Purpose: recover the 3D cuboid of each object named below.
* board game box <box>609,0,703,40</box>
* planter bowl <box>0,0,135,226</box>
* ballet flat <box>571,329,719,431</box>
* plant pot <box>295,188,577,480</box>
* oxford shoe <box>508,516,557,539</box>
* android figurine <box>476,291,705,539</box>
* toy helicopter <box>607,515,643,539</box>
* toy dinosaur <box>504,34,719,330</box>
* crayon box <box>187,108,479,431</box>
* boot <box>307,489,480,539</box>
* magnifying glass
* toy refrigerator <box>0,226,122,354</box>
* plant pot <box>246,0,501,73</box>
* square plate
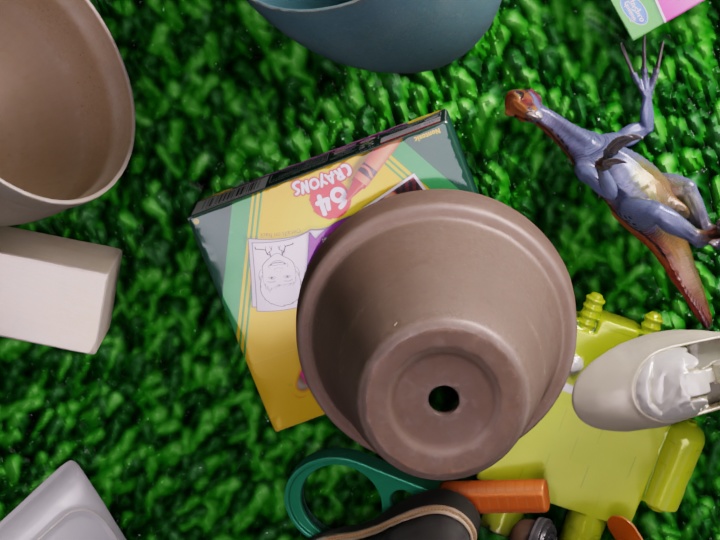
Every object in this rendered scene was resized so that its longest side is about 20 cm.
[{"bbox_3d":[0.238,-0.276,1.588,0.200,0.040,0.153,-30,101,9],"label":"board game box"},{"bbox_3d":[-0.273,-0.113,1.585,0.135,0.200,0.200,-27,103,36],"label":"planter bowl"},{"bbox_3d":[0.251,0.072,1.635,0.200,0.069,0.070,-13,104,-14],"label":"ballet flat"},{"bbox_3d":[0.055,0.061,1.554,0.200,0.175,0.201,0,108,-1],"label":"plant pot"},{"bbox_3d":[0.088,0.262,1.703,0.084,0.073,0.200,28,114,15],"label":"oxford shoe"},{"bbox_3d":[0.163,0.114,1.690,0.182,0.041,0.200,20,106,-3],"label":"android figurine"},{"bbox_3d":[0.197,0.271,1.688,0.132,0.079,0.200,-60,139,-21],"label":"toy helicopter"},{"bbox_3d":[0.179,-0.060,1.626,0.181,0.105,0.200,21,118,18],"label":"toy dinosaur"},{"bbox_3d":[0.000,0.000,1.657,0.200,0.058,0.173,-20,102,7],"label":"crayon box"},{"bbox_3d":[-0.009,0.249,1.659,0.077,0.138,0.200,43,122,-14],"label":"boot"},{"bbox_3d":[0.040,0.168,1.695,0.200,0.022,0.080,-2,113,18],"label":"magnifying glass"},{"bbox_3d":[-0.280,0.006,1.661,0.200,0.076,0.070,11,104,-1],"label":"toy refrigerator"},{"bbox_3d":[0.024,-0.211,1.553,0.200,0.200,0.135,-29,136,9],"label":"plant pot"},{"bbox_3d":[-0.214,0.270,1.674,0.028,0.200,0.198,-20,106,44],"label":"square plate"}]
